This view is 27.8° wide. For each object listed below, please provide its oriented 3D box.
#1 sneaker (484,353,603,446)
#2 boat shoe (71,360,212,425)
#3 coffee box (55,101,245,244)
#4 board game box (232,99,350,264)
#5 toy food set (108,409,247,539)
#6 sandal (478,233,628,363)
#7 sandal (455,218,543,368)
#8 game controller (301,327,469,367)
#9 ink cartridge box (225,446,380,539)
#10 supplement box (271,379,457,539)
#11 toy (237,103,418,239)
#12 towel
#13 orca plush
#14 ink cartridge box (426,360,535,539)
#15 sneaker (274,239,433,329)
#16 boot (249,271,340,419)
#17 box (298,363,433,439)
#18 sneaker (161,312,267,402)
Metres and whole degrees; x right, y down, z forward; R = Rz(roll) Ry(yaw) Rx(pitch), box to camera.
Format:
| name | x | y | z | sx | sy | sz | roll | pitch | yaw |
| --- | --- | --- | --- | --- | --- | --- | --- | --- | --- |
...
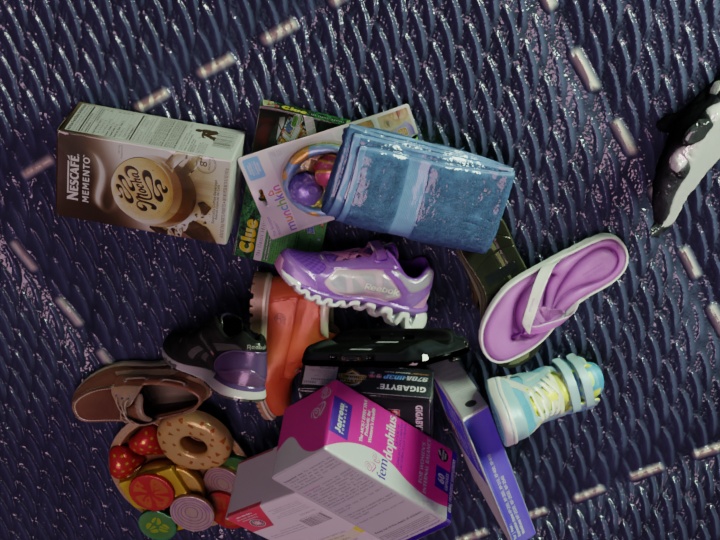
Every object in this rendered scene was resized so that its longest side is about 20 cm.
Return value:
| name | x | y | z | sx | sy | sz | roll | pitch | yaw |
| --- | --- | --- | --- | --- | --- | --- | --- | --- | --- |
| sneaker | 0.216 | 0.142 | 1.679 | 0.130 | 0.200 | 0.080 | -17 | 93 | 10 |
| boat shoe | -0.277 | 0.157 | 1.824 | 0.200 | 0.072 | 0.076 | -16 | 117 | 18 |
| coffee box | -0.238 | -0.110 | 1.650 | 0.199 | 0.080 | 0.113 | 10 | 122 | 3 |
| board game box | -0.081 | -0.093 | 1.669 | 0.104 | 0.023 | 0.200 | 13 | 122 | -2 |
| toy food set | -0.232 | 0.267 | 1.897 | 0.200 | 0.049 | 0.198 | -19 | 117 | 19 |
| sandal | 0.216 | 0.029 | 1.636 | 0.203 | 0.050 | 0.083 | -40 | 108 | -1 |
| sandal | 0.159 | 0.014 | 1.679 | 0.080 | 0.057 | 0.201 | -20 | 100 | -9 |
| game controller | 0.026 | 0.093 | 1.658 | 0.200 | 0.104 | 0.042 | -3 | 105 | 46 |
| ink cartridge box | -0.043 | 0.297 | 1.817 | 0.200 | 0.084 | 0.145 | 32 | 140 | -29 |
| supplement box | 0.007 | 0.230 | 1.712 | 0.200 | 0.101 | 0.103 | 32 | 135 | -26 |
| toy | -0.023 | -0.100 | 1.617 | 0.200 | 0.047 | 0.115 | -19 | 123 | 4 |
| towel | 0.064 | -0.086 | 1.584 | 0.199 | 0.049 | 0.112 | 12 | 107 | -15 |
| orca plush | 0.350 | -0.136 | 1.565 | 0.105 | 0.071 | 0.200 | -15 | 136 | -35 |
| ink cartridge box | 0.150 | 0.222 | 1.722 | 0.043 | 0.200 | 0.198 | -24 | 117 | -1 |
| sneaker | 0.000 | 0.000 | 1.673 | 0.200 | 0.081 | 0.089 | 16 | 115 | -22 |
| boot | -0.079 | 0.098 | 1.759 | 0.107 | 0.075 | 0.200 | 4 | 121 | 1 |
| box | 0.010 | 0.190 | 1.780 | 0.158 | 0.046 | 0.200 | 5 | 140 | 6 |
| sneaker | -0.166 | 0.088 | 1.731 | 0.076 | 0.200 | 0.088 | 3 | 100 | -38 |
